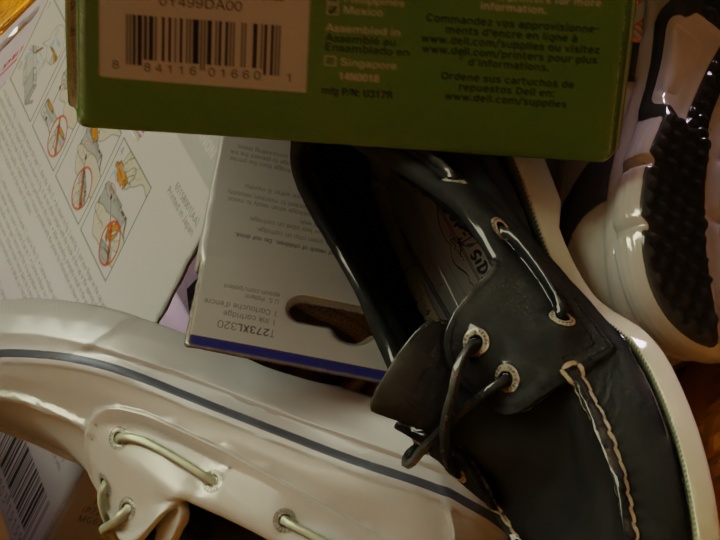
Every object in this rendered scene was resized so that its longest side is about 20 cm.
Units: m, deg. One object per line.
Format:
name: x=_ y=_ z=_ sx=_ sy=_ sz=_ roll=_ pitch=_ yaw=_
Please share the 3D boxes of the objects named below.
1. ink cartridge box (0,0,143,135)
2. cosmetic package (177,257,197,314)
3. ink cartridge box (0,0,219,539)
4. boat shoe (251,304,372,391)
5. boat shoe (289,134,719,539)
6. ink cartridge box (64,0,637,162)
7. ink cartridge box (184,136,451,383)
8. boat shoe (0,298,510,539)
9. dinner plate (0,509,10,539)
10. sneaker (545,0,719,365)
ink cartridge box: x=-0.165 y=-0.058 z=1.319 sx=0.116 sy=0.067 sz=0.200 roll=-39 pitch=24 yaw=31
cosmetic package: x=-0.073 y=0.039 z=0.991 sx=0.200 sy=0.051 sz=0.083 roll=-44 pitch=21 yaw=18
ink cartridge box: x=-0.092 y=-0.011 z=0.925 sx=0.174 sy=0.044 sz=0.200 roll=-60 pitch=33 yaw=20
boat shoe: x=0.000 y=0.000 z=0.888 sx=0.200 sy=0.071 sz=0.065 roll=-55 pitch=23 yaw=20
boat shoe: x=0.030 y=0.022 z=0.686 sx=0.075 sy=0.066 sz=0.200 roll=-62 pitch=37 yaw=43
ink cartridge box: x=0.002 y=-0.118 z=0.754 sx=0.200 sy=0.148 sz=0.076 roll=-84 pitch=-2 yaw=-55
ink cartridge box: x=0.005 y=-0.042 z=0.801 sx=0.037 sy=0.095 sz=0.200 roll=106 pitch=174 yaw=-52
boat shoe: x=-0.050 y=0.060 z=0.773 sx=0.200 sy=0.074 sz=0.067 roll=11 pitch=68 yaw=30
dinner plate: x=-0.129 y=0.095 z=0.869 sx=0.024 sy=0.200 sz=0.200 roll=-18 pitch=17 yaw=-11
sneaker: x=0.088 y=-0.049 z=0.769 sx=0.080 sy=0.074 sz=0.200 roll=-32 pitch=28 yaw=46
